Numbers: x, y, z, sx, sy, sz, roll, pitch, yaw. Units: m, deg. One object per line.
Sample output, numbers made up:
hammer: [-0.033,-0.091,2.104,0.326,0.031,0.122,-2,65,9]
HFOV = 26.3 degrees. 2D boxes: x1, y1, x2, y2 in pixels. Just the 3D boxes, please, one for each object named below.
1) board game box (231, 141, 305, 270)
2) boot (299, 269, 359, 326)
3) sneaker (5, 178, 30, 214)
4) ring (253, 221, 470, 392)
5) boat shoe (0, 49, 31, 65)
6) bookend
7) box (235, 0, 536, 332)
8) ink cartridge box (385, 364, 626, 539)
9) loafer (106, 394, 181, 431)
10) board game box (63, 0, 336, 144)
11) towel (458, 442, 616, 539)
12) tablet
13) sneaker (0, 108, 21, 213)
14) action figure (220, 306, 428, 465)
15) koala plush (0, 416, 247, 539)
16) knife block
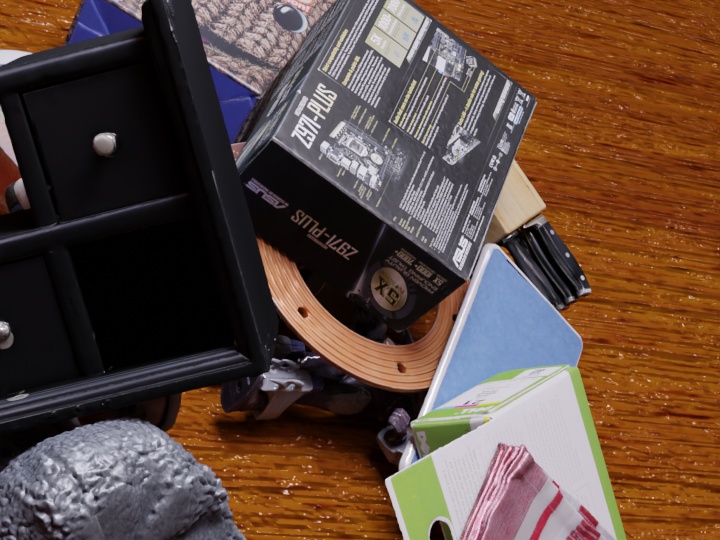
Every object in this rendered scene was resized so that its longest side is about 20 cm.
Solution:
board game box: [-0.052,-0.050,1.116,0.200,0.019,0.103,-16,69,-48]
boot: [-0.027,-0.038,1.208,0.075,0.074,0.200,34,38,-32]
sneaker: [-0.132,-0.047,0.943,0.076,0.077,0.200,56,18,3]
ring: [0.000,0.000,1.094,0.200,0.019,0.201,24,45,-26]
boat shoe: [-0.293,-0.104,1.083,0.200,0.074,0.065,-13,51,-28]
bookend: [-0.163,-0.029,0.807,0.199,0.200,0.092,-13,14,3]
box: [0.016,-0.086,1.082,0.164,0.086,0.200,35,48,-13]
ink cartridge box: [0.077,0.163,1.002,0.200,0.076,0.148,-23,99,-44]
loafer: [-0.155,0.057,0.959,0.063,0.072,0.200,3,7,-16]
board game box: [-0.128,-0.197,1.264,0.159,0.097,0.200,31,40,-2]
towel: [0.127,0.220,0.970,0.200,0.023,0.144,44,56,-30]
tablet: [0.097,0.094,1.099,0.130,0.014,0.200,45,54,-31]
sneaker: [-0.195,-0.063,1.012,0.080,0.071,0.200,-21,61,-31]
action figure: [-0.006,0.080,1.089,0.200,0.069,0.130,8,40,-31]
koala plush: [-0.181,0.135,0.852,0.177,0.184,0.200,-36,43,-27]
knife block: [0.102,-0.055,1.220,0.175,0.200,0.064,18,31,30]
